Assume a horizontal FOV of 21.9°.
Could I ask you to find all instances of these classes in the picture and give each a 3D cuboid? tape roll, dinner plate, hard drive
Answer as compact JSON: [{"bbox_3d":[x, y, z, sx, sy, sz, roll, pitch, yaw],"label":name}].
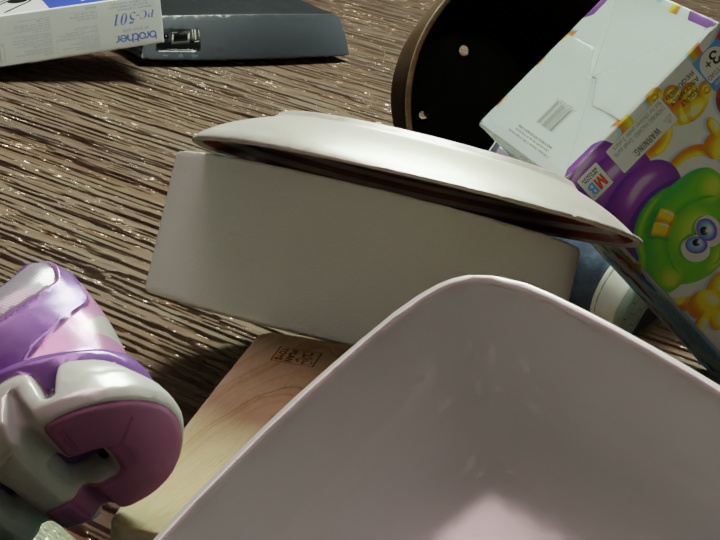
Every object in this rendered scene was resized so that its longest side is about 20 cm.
[{"bbox_3d":[0.000,0.000,0.892,0.202,0.071,0.202,13,0,0],"label":"tape roll"},{"bbox_3d":[0.026,-0.042,0.808,0.200,0.024,0.200,15,0,0],"label":"dinner plate"},{"bbox_3d":[-0.123,-0.217,1.639,0.200,0.042,0.135,-5,21,-30],"label":"hard drive"}]

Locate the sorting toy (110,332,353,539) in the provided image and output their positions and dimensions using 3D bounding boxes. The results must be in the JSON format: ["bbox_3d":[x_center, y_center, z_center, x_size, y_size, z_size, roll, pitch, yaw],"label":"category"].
[{"bbox_3d":[0.030,0.102,0.699,0.198,0.070,0.200,9,18,10],"label":"sorting toy"}]

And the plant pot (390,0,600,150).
[{"bbox_3d":[0.095,-0.112,1.231,0.187,0.187,0.200,1,6,-14],"label":"plant pot"}]

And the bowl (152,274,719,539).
[{"bbox_3d":[0.047,0.117,0.532,0.200,0.075,0.200,33,60,25],"label":"bowl"}]

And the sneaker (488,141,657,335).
[{"bbox_3d":[0.151,-0.039,1.111,0.146,0.077,0.202,32,30,28],"label":"sneaker"}]

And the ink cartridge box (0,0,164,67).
[{"bbox_3d":[-0.266,-0.198,1.486,0.200,0.044,0.094,-11,23,-18],"label":"ink cartridge box"}]

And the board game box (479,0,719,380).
[{"bbox_3d":[0.172,-0.030,0.917,0.200,0.103,0.105,44,1,-27],"label":"board game box"}]

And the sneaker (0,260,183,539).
[{"bbox_3d":[-0.159,0.060,0.621,0.200,0.081,0.089,-25,57,4],"label":"sneaker"}]

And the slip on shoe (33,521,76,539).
[{"bbox_3d":[-0.167,0.094,0.687,0.200,0.061,0.074,26,-9,21],"label":"slip on shoe"}]
